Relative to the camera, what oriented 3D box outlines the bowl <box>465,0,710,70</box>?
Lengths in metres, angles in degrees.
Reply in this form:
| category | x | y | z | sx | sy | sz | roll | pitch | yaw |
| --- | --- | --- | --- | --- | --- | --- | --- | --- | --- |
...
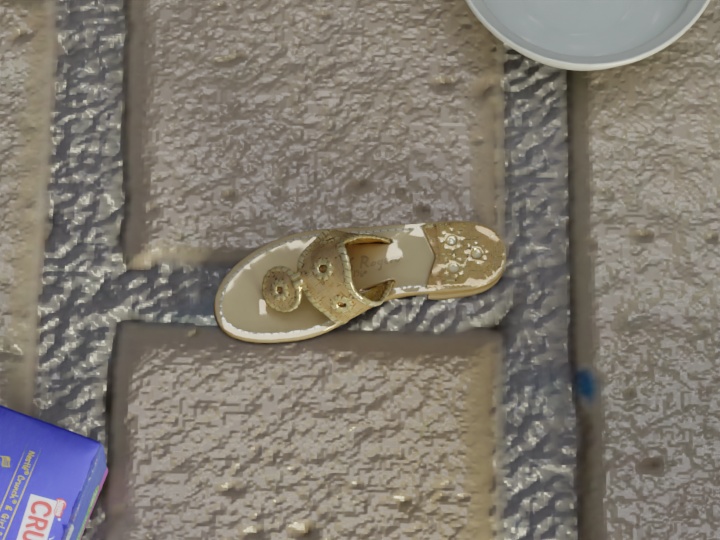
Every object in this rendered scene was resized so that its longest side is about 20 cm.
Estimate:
| category | x | y | z | sx | sy | sz | roll | pitch | yaw |
| --- | --- | --- | --- | --- | --- | --- | --- | --- | --- |
| bowl | 0.160 | -0.225 | 1.881 | 0.201 | 0.090 | 0.202 | 0 | 73 | -1 |

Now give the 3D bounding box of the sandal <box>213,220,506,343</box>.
| category | x | y | z | sx | sy | sz | roll | pitch | yaw |
| --- | --- | --- | --- | --- | --- | --- | --- | --- | --- |
| sandal | -0.001 | -0.005 | 1.818 | 0.211 | 0.070 | 0.078 | -10 | 73 | -4 |

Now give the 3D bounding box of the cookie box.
| category | x | y | z | sx | sy | sz | roll | pitch | yaw |
| --- | --- | --- | --- | --- | --- | --- | --- | --- | --- |
| cookie box | -0.294 | 0.169 | 1.754 | 0.200 | 0.075 | 0.171 | 20 | 73 | 6 |
